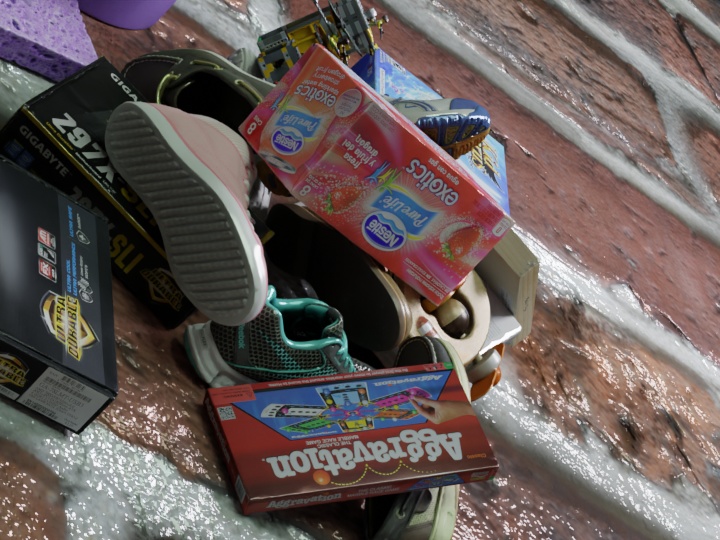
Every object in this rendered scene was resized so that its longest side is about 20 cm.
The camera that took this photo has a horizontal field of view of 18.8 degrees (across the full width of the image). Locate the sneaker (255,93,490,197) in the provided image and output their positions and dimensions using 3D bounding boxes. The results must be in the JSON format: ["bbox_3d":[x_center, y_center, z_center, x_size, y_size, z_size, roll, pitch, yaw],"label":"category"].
[{"bbox_3d":[0.006,-0.126,1.784,0.199,0.075,0.088,-9,58,-12],"label":"sneaker"}]

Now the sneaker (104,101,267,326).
[{"bbox_3d":[-0.103,-0.045,1.611,0.104,0.075,0.200,3,46,-51],"label":"sneaker"}]

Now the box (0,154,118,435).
[{"bbox_3d":[-0.257,-0.008,1.460,0.198,0.050,0.200,34,27,-29],"label":"box"}]

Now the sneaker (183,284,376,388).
[{"bbox_3d":[-0.036,0.067,1.647,0.200,0.091,0.078,20,38,-45],"label":"sneaker"}]

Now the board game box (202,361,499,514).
[{"bbox_3d":[-0.006,0.120,1.589,0.199,0.019,0.103,-5,51,-24],"label":"board game box"}]

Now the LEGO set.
[{"bbox_3d":[-0.016,-0.168,1.910,0.200,0.116,0.154,-59,126,-85],"label":"LEGO set"}]

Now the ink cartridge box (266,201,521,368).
[{"bbox_3d":[0.022,0.013,1.876,0.200,0.045,0.176,51,42,10],"label":"ink cartridge box"}]

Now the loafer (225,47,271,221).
[{"bbox_3d":[-0.102,-0.114,1.846,0.070,0.070,0.200,39,33,-28],"label":"loafer"}]

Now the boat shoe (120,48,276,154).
[{"bbox_3d":[-0.127,-0.138,1.750,0.201,0.072,0.060,21,11,37],"label":"boat shoe"}]

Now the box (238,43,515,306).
[{"bbox_3d":[0.014,-0.073,1.682,0.200,0.095,0.103,37,9,-44],"label":"box"}]

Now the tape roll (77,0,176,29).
[{"bbox_3d":[-0.235,-0.308,1.920,0.200,0.066,0.200,36,27,-22],"label":"tape roll"}]

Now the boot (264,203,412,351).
[{"bbox_3d":[0.000,0.000,1.737,0.075,0.074,0.200,1,26,-32],"label":"boot"}]

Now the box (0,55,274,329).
[{"bbox_3d":[-0.172,-0.063,1.675,0.200,0.049,0.160,46,26,-2],"label":"box"}]

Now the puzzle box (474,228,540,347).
[{"bbox_3d":[0.105,-0.016,1.933,0.133,0.025,0.200,49,-11,16],"label":"puzzle box"}]

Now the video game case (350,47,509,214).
[{"bbox_3d":[0.068,-0.112,2.136,0.181,0.045,0.200,38,26,-22],"label":"video game case"}]

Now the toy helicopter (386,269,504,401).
[{"bbox_3d":[0.065,0.080,1.781,0.132,0.079,0.201,34,53,-29],"label":"toy helicopter"}]

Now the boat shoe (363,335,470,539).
[{"bbox_3d":[0.038,0.130,1.651,0.065,0.073,0.201,29,46,-33],"label":"boat shoe"}]

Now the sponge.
[{"bbox_3d":[-0.299,-0.219,1.726,0.200,0.030,0.112,23,34,-41],"label":"sponge"}]
